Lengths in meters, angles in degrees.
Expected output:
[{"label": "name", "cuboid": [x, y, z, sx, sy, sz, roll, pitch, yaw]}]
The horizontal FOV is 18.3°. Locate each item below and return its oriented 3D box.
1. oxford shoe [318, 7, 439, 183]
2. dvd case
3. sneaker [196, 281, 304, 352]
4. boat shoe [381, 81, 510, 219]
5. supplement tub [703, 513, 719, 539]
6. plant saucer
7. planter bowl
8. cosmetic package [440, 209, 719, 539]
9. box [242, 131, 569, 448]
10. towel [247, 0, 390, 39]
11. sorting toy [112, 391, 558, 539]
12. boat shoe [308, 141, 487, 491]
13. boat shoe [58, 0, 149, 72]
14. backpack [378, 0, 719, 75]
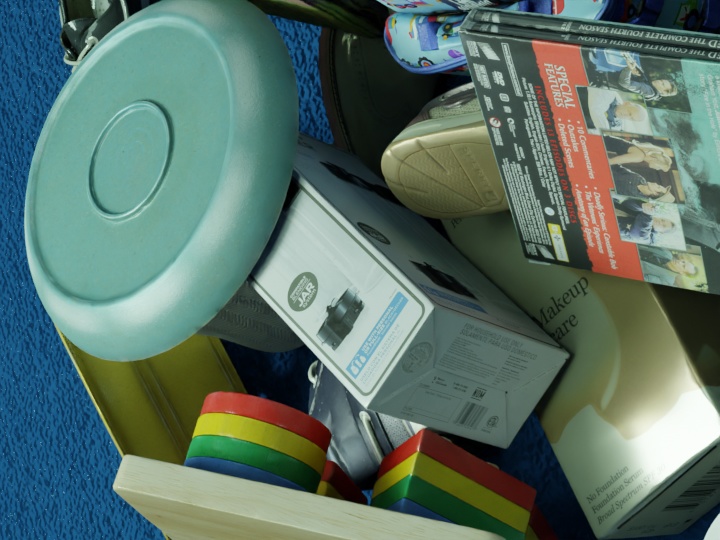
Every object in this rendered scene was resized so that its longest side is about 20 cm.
[{"label": "oxford shoe", "cuboid": [0.025, -0.141, 1.252, 0.073, 0.070, 0.202, 0, 89, 43]}, {"label": "dvd case", "cuboid": [0.148, -0.046, 0.993, 0.199, 0.022, 0.147, 11, 140, 32]}, {"label": "sneaker", "cuboid": [-0.105, -0.026, 1.292, 0.074, 0.200, 0.116, -39, 57, 17]}, {"label": "boat shoe", "cuboid": [0.105, -0.074, 1.079, 0.199, 0.072, 0.065, -10, 43, 29]}, {"label": "supplement tub", "cuboid": [0.248, 0.173, 0.955, 0.145, 0.144, 0.201, -50, 56, 31]}, {"label": "plant saucer", "cuboid": [-0.112, -0.054, 1.155, 0.199, 0.027, 0.202, -18, 62, 39]}, {"label": "planter bowl", "cuboid": [-0.114, 0.074, 1.345, 0.083, 0.201, 0.201, -27, 61, -6]}, {"label": "cosmetic package", "cuboid": [0.130, 0.025, 1.135, 0.105, 0.071, 0.201, -47, 57, 34]}, {"label": "box", "cuboid": [0.000, 0.000, 1.133, 0.060, 0.116, 0.200, -57, 47, 13]}, {"label": "towel", "cuboid": [-0.088, -0.162, 1.193, 0.198, 0.143, 0.023, 15, 92, 20]}, {"label": "sorting toy", "cuboid": [0.004, 0.127, 1.146, 0.198, 0.199, 0.070, 10, 71, 20]}, {"label": "boat shoe", "cuboid": [-0.003, 0.032, 1.268, 0.093, 0.074, 0.201, -37, 61, 34]}, {"label": "boat shoe", "cuboid": [-0.169, -0.159, 1.457, 0.075, 0.060, 0.202, -18, 76, 44]}, {"label": "backpack", "cuboid": [0.068, -0.171, 1.107, 0.181, 0.199, 0.136, -6, 83, 37]}]
